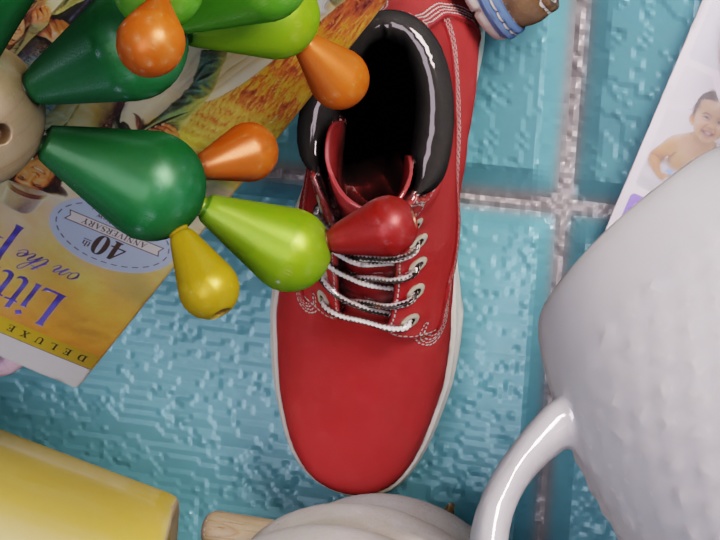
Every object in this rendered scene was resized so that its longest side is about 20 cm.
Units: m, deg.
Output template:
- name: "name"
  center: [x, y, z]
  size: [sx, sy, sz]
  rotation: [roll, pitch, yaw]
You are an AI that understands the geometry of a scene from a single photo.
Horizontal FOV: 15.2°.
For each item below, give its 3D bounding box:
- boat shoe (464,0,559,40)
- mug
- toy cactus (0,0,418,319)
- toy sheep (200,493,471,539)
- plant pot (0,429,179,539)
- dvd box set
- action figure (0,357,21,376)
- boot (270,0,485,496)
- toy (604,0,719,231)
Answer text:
- name: "boat shoe"
  center: [0.053, -0.181, 0.932]
  size: [0.072, 0.072, 0.201]
  rotation: [-9, 101, 11]
- name: "mug"
  center: [0.126, 0.067, 0.860]
  size: [0.200, 0.148, 0.175]
  rotation: [-37, 76, -14]
- name: "toy cactus"
  center: [-0.085, -0.051, 0.810]
  size: [0.165, 0.102, 0.200]
  rotation: [-20, 137, 21]
- name: "toy sheep"
  center: [-0.008, 0.147, 0.950]
  size: [0.138, 0.200, 0.138]
  rotation: [9, 125, 13]
- name: "plant pot"
  center: [-0.170, 0.132, 1.011]
  size: [0.188, 0.201, 0.201]
  rotation: [9, 104, -1]
- name: "dvd box set"
  center: [-0.101, -0.061, 0.870]
  size: [0.146, 0.029, 0.200]
  rotation: [26, 122, -25]
- name: "action figure"
  center: [-0.092, -0.057, 0.986]
  size: [0.200, 0.134, 0.149]
  rotation: [-35, 124, -4]
- name: "boot"
  center: [0.000, 0.000, 0.941]
  size: [0.072, 0.144, 0.201]
  rotation: [8, 107, 4]
- name: "toy"
  center: [0.163, -0.059, 0.933]
  size: [0.115, 0.047, 0.200]
  rotation: [24, 107, 10]
